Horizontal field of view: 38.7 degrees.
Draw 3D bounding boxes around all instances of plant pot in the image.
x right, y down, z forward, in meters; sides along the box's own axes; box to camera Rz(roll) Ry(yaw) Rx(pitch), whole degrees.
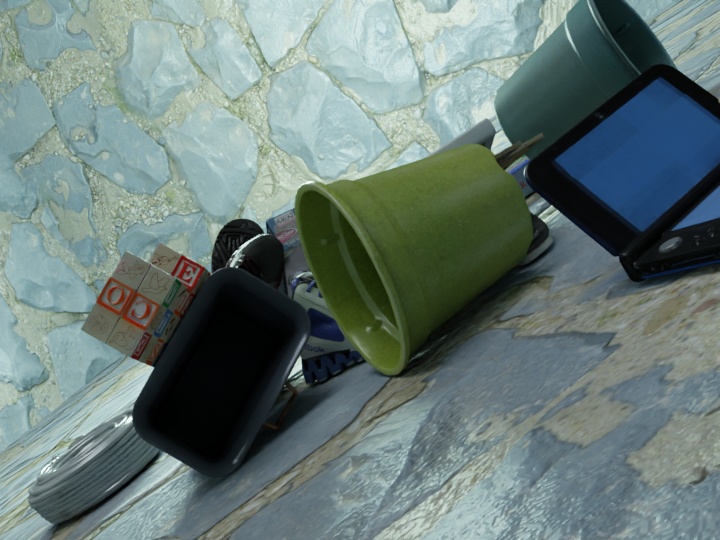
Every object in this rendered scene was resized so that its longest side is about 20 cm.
[{"bbox_3d":[0.062,-0.030,1.010,0.182,0.203,0.200,-27,4,-18],"label":"plant pot"},{"bbox_3d":[0.292,-0.238,1.355,0.195,0.201,0.200,-38,3,33],"label":"plant pot"}]

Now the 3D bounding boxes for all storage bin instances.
[{"bbox_3d":[-0.144,0.119,1.116,0.202,0.144,0.134,-61,4,-14],"label":"storage bin"}]

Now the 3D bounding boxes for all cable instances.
[{"bbox_3d":[-0.365,0.270,1.411,0.198,0.070,0.200,-31,8,18],"label":"cable"}]

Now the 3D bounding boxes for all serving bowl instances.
[{"bbox_3d":[-0.145,0.124,1.292,0.200,0.066,0.200,-48,-1,-2],"label":"serving bowl"}]

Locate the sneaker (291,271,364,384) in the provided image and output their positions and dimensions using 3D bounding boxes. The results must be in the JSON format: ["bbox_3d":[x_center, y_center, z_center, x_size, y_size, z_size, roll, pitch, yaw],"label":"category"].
[{"bbox_3d":[-0.017,0.041,1.143,0.198,0.116,0.081,-30,9,31],"label":"sneaker"}]

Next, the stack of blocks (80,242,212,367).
[{"bbox_3d":[-0.210,0.036,1.062,0.116,0.058,0.200,-62,-6,-8],"label":"stack of blocks"}]

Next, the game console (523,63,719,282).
[{"bbox_3d":[0.257,-0.095,0.781,0.199,0.119,0.170,-38,8,-26],"label":"game console"}]

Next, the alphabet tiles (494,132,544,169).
[{"bbox_3d":[0.127,-0.103,1.218,0.199,0.008,0.167,-31,-6,-30],"label":"alphabet tiles"}]

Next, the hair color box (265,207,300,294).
[{"bbox_3d":[-0.078,-0.020,1.503,0.099,0.061,0.201,-26,-25,-14],"label":"hair color box"}]

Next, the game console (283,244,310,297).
[{"bbox_3d":[0.000,0.000,1.273,0.197,0.031,0.178,-23,36,8],"label":"game console"}]

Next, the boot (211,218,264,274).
[{"bbox_3d":[-0.187,0.048,1.500,0.158,0.078,0.214,114,163,-64],"label":"boot"}]

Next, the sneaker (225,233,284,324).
[{"bbox_3d":[-0.141,0.025,1.266,0.201,0.075,0.115,-59,8,-27],"label":"sneaker"}]

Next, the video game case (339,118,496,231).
[{"bbox_3d":[0.060,-0.088,1.164,0.198,0.023,0.182,-33,-8,-2],"label":"video game case"}]

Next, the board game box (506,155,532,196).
[{"bbox_3d":[0.174,-0.101,1.518,0.199,0.041,0.199,-36,7,-9],"label":"board game box"}]

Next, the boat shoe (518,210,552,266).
[{"bbox_3d":[0.168,-0.051,1.144,0.066,0.057,0.200,-35,7,2],"label":"boat shoe"}]
